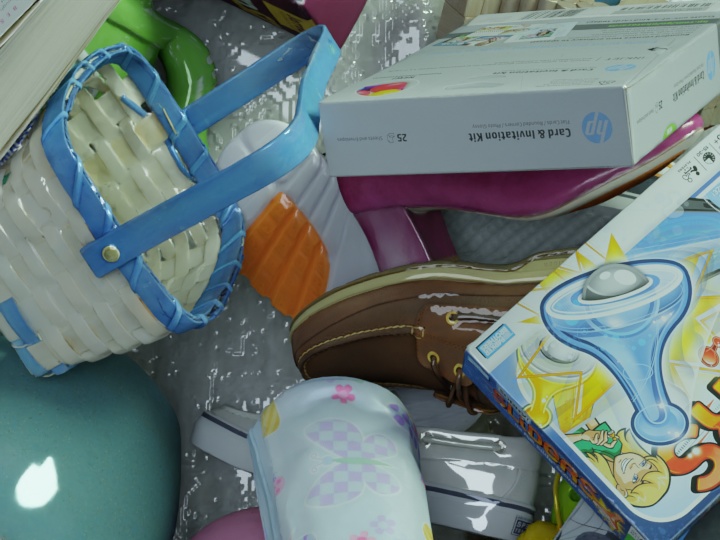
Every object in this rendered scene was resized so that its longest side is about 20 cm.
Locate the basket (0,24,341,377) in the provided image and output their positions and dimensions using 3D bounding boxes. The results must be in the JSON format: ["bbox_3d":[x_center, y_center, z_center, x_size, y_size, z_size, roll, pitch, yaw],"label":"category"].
[{"bbox_3d":[-0.101,-0.045,1.041,0.199,0.177,0.140,-26,107,14],"label":"basket"}]

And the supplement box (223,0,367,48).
[{"bbox_3d":[-0.086,-0.218,1.156,0.199,0.131,0.104,26,87,11],"label":"supplement box"}]

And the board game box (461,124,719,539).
[{"bbox_3d":[0.166,0.028,1.011,0.200,0.035,0.135,-41,75,-14],"label":"board game box"}]

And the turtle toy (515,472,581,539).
[{"bbox_3d":[0.153,0.160,1.090,0.145,0.101,0.202,23,86,9],"label":"turtle toy"}]

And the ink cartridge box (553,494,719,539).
[{"bbox_3d":[0.181,0.095,1.024,0.099,0.039,0.201,32,71,13],"label":"ink cartridge box"}]

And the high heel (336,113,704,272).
[{"bbox_3d":[0.076,-0.068,1.064,0.199,0.067,0.097,-23,85,33],"label":"high heel"}]

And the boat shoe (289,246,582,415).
[{"bbox_3d":[0.058,0.037,1.068,0.198,0.072,0.068,-8,59,13],"label":"boat shoe"}]

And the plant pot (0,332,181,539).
[{"bbox_3d":[-0.173,0.107,1.108,0.199,0.201,0.135,35,63,10],"label":"plant pot"}]

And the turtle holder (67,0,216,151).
[{"bbox_3d":[-0.175,-0.122,1.163,0.141,0.185,0.133,28,91,49],"label":"turtle holder"}]

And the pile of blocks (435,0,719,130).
[{"bbox_3d":[0.128,-0.122,1.158,0.199,0.082,0.063,24,119,17],"label":"pile of blocks"}]

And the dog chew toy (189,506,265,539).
[{"bbox_3d":[-0.058,0.199,1.057,0.123,0.200,0.126,3,102,12],"label":"dog chew toy"}]

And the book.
[{"bbox_3d":[-0.189,-0.161,1.038,0.134,0.048,0.200,-48,44,7],"label":"book"}]

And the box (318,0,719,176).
[{"bbox_3d":[0.092,-0.093,1.019,0.155,0.200,0.042,-1,106,26],"label":"box"}]

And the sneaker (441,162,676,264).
[{"bbox_3d":[0.099,-0.044,1.140,0.199,0.079,0.079,21,130,23],"label":"sneaker"}]

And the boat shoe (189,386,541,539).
[{"bbox_3d":[0.003,0.093,1.121,0.198,0.072,0.066,12,86,25],"label":"boat shoe"}]

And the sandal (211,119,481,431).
[{"bbox_3d":[-0.006,0.005,1.157,0.079,0.059,0.207,-36,98,18],"label":"sandal"}]

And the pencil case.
[{"bbox_3d":[-0.008,0.144,0.994,0.090,0.084,0.201,-3,41,-2],"label":"pencil case"}]
